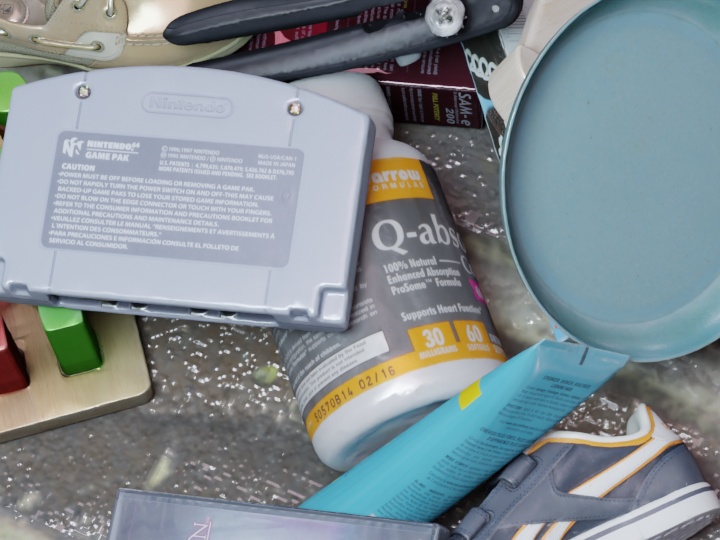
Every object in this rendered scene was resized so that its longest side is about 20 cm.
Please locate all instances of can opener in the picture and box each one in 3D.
[{"bbox_3d":[-0.008,-0.134,1.613,0.199,0.079,0.064,-18,99,7],"label":"can opener"}]

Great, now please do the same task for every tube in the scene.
[{"bbox_3d":[0.048,0.095,1.572,0.200,0.077,0.051,-38,65,29],"label":"tube"}]

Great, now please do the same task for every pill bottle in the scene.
[{"bbox_3d":[0.000,0.000,1.634,0.116,0.116,0.201,-19,70,-3],"label":"pill bottle"}]

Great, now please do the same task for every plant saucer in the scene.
[{"bbox_3d":[0.150,-0.053,1.570,0.199,0.027,0.201,-5,99,-31],"label":"plant saucer"}]

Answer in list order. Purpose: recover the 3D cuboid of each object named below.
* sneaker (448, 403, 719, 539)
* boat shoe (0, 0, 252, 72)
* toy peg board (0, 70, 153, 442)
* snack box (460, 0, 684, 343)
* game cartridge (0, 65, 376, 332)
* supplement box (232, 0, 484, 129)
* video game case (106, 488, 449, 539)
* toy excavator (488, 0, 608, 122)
[{"bbox_3d":[0.089,0.139,1.599,0.199,0.078,0.080,-23,74,-16],"label":"sneaker"},{"bbox_3d":[-0.153,-0.151,1.666,0.199,0.065,0.072,2,70,15],"label":"boat shoe"},{"bbox_3d":[-0.237,-0.008,1.662,0.198,0.098,0.201,-15,69,-2],"label":"toy peg board"},{"bbox_3d":[0.132,-0.060,1.654,0.116,0.037,0.201,-3,67,-36],"label":"snack box"},{"bbox_3d":[-0.095,-0.041,1.584,0.199,0.040,0.134,6,78,11],"label":"game cartridge"},{"bbox_3d":[-0.023,-0.148,1.718,0.199,0.061,0.109,6,70,6],"label":"supplement box"},{"bbox_3d":[-0.057,0.194,1.573,0.199,0.019,0.143,4,75,28],"label":"video game case"},{"bbox_3d":[0.154,-0.157,1.645,0.199,0.100,0.195,4,65,-24],"label":"toy excavator"}]
